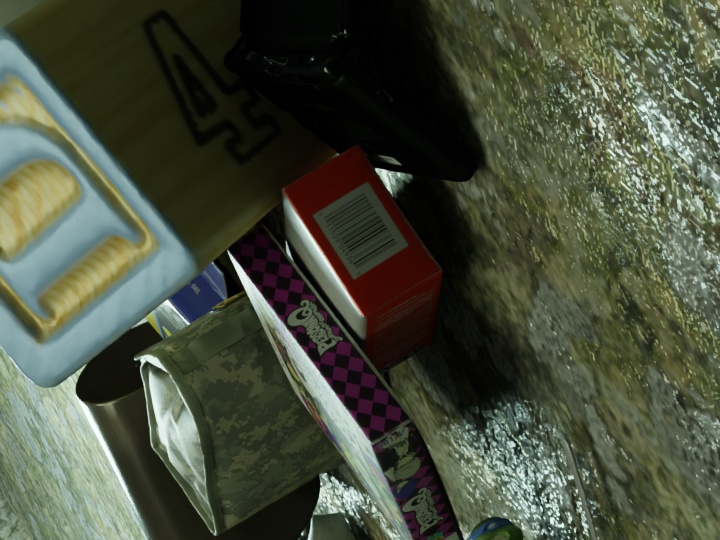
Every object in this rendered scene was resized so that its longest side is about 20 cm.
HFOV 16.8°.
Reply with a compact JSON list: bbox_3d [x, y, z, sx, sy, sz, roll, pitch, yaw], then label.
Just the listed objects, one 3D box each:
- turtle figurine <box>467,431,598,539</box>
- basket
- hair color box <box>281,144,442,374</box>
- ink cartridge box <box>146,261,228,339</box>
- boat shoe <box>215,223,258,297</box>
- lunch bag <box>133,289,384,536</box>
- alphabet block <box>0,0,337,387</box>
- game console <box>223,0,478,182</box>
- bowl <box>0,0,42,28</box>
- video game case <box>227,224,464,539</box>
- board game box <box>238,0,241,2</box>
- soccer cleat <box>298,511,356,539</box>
[{"bbox_3d":[0.109,0.239,1.533,0.194,0.144,0.200,57,167,18],"label":"turtle figurine"},{"bbox_3d":[-0.144,0.149,2.066,0.136,0.180,0.200,-8,123,37],"label":"basket"},{"bbox_3d":[0.000,0.000,1.590,0.102,0.061,0.200,57,171,11],"label":"hair color box"},{"bbox_3d":[-0.168,-0.012,1.915,0.198,0.047,0.200,49,168,23],"label":"ink cartridge box"},{"bbox_3d":[-0.108,-0.004,1.926,0.073,0.063,0.200,21,144,42],"label":"boat shoe"},{"bbox_3d":[-0.073,0.078,1.803,0.118,0.164,0.200,52,160,29],"label":"lunch bag"},{"bbox_3d":[-0.166,-0.076,1.603,0.195,0.200,0.196,-34,96,39],"label":"alphabet block"},{"bbox_3d":[-0.002,-0.152,1.496,0.176,0.116,0.200,37,173,-20],"label":"game console"},{"bbox_3d":[-0.280,-0.154,2.075,0.075,0.200,0.200,12,166,12],"label":"bowl"},{"bbox_3d":[-0.007,0.089,1.617,0.200,0.036,0.181,52,170,37],"label":"video game case"},{"bbox_3d":[-0.110,-0.231,1.685,0.200,0.029,0.135,66,163,-10],"label":"board game box"},{"bbox_3d":[-0.032,0.264,2.160,0.200,0.070,0.087,123,135,-69],"label":"soccer cleat"}]
